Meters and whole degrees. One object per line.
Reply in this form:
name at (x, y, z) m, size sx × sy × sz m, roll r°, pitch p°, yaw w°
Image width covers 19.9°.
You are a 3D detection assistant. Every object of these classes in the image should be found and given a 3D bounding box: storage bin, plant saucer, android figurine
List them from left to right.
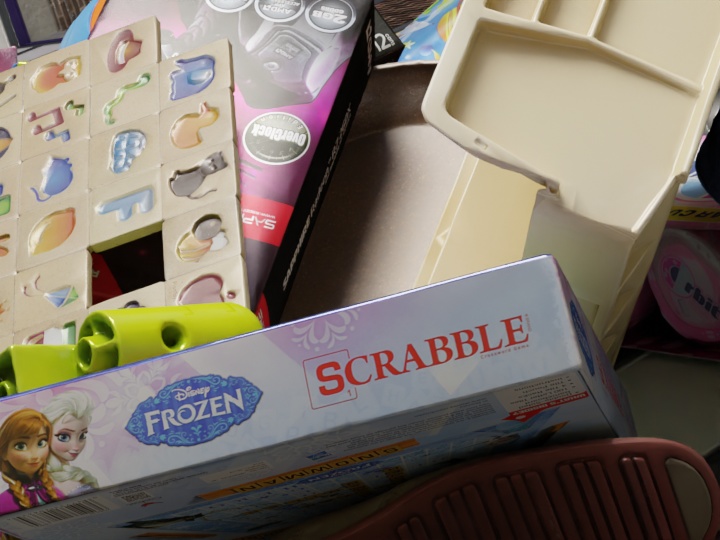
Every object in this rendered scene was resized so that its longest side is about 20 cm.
android figurine at (-0.102, 0.061, 0.779) m, size 0.200 × 0.041 × 0.182 m, roll -1°, pitch -22°, yaw -37°
plant saucer at (0.016, -0.013, 0.930) m, size 0.200 × 0.035 × 0.201 m, roll -9°, pitch 48°, yaw 11°
storage bin at (0.087, -0.070, 0.792) m, size 0.094 × 0.199 × 0.200 m, roll 20°, pitch -22°, yaw 7°

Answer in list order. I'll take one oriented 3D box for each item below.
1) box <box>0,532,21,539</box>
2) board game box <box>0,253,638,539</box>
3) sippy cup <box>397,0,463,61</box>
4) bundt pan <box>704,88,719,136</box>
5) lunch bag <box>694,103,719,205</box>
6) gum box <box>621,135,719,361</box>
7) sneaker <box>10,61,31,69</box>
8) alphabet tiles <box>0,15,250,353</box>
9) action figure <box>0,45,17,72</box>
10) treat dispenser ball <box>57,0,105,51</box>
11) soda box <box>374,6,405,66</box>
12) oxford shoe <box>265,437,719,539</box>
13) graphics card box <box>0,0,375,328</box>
box at (-0.187, 0.049, 1.021) m, size 0.200 × 0.122 × 0.193 m, roll -5°, pitch 18°, yaw 40°
board game box at (-0.008, 0.063, 0.721) m, size 0.199 × 0.041 × 0.200 m, roll -14°, pitch -19°, yaw 9°
sippy cup at (0.082, -0.135, 1.399) m, size 0.130 × 0.140 × 0.178 m, roll -34°, pitch -20°, yaw -18°
bundt pan at (0.181, -0.070, 1.126) m, size 0.201 × 0.076 × 0.202 m, roll -15°, pitch 14°, yaw 4°
lunch bag at (0.239, -0.059, 0.771) m, size 0.136 × 0.133 × 0.200 m, roll -30°, pitch 55°, yaw -33°
gum box at (0.180, -0.011, 0.919) m, size 0.113 × 0.066 × 0.200 m, roll -24°, pitch 16°, yaw -28°
sneaker at (-0.140, -0.078, 1.050) m, size 0.066 × 0.079 × 0.200 m, roll -15°, pitch 11°, yaw 10°
alphabet tiles at (-0.128, -0.026, 0.860) m, size 0.167 × 0.008 × 0.200 m, roll -19°, pitch 44°, yaw 12°
action figure at (-0.245, -0.080, 1.057) m, size 0.134 × 0.149 × 0.200 m, roll 0°, pitch 7°, yaw 32°
treat dispenser ball at (-0.101, -0.102, 1.322) m, size 0.200 × 0.201 × 0.201 m, roll -16°, pitch 14°, yaw 4°
soda box at (-0.045, -0.077, 1.092) m, size 0.071 × 0.063 × 0.200 m, roll -29°, pitch -15°, yaw -28°
oxford shoe at (0.023, 0.096, 0.703) m, size 0.199 × 0.071 × 0.075 m, roll -17°, pitch 11°, yaw 1°
graphics card box at (-0.077, -0.050, 0.921) m, size 0.125 × 0.051 × 0.200 m, roll 12°, pitch 54°, yaw 11°
